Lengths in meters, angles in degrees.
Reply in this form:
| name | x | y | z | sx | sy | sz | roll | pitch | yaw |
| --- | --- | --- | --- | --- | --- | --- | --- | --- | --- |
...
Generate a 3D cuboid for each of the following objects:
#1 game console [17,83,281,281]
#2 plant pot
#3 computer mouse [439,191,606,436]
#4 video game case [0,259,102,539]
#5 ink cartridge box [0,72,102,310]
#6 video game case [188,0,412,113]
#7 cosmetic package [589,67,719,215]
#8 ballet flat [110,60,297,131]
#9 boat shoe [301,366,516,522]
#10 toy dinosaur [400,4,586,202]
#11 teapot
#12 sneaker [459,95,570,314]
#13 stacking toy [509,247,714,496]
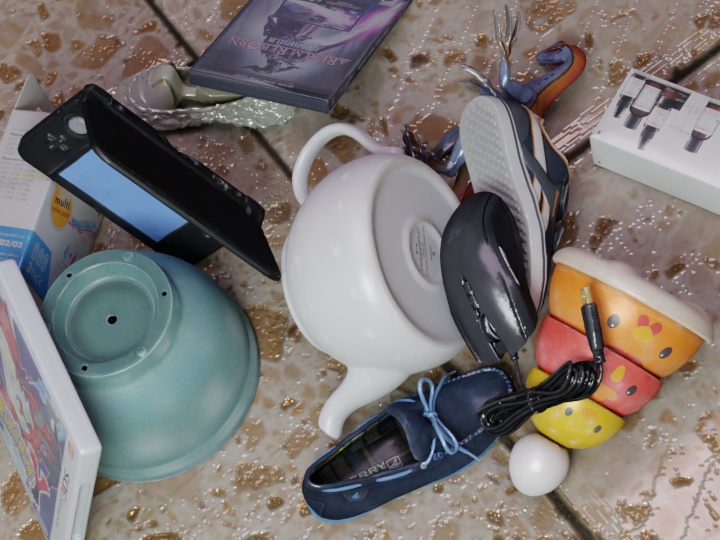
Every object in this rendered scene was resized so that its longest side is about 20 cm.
| name | x | y | z | sx | sy | sz | roll | pitch | yaw |
| --- | --- | --- | --- | --- | --- | --- | --- | --- | --- |
| game console | -0.182 | -0.052 | 1.481 | 0.175 | 0.200 | 0.117 | -29 | 36 | 40 |
| plant pot | -0.198 | 0.063 | 1.504 | 0.199 | 0.134 | 0.202 | -5 | 61 | 10 |
| computer mouse | 0.122 | 0.022 | 1.389 | 0.140 | 0.046 | 0.202 | -23 | 70 | 42 |
| video game case | -0.272 | 0.122 | 1.469 | 0.023 | 0.183 | 0.201 | -14 | 56 | -26 |
| ink cartridge box | -0.287 | -0.067 | 1.602 | 0.067 | 0.115 | 0.201 | 7 | 65 | 17 |
| video game case | -0.053 | -0.220 | 1.638 | 0.142 | 0.019 | 0.200 | 14 | 42 | 19 |
| cosmetic package | 0.306 | -0.100 | 1.518 | 0.199 | 0.051 | 0.083 | 24 | 72 | 23 |
| ballet flat | -0.155 | -0.174 | 1.657 | 0.198 | 0.072 | 0.072 | 0 | 63 | 14 |
| boat shoe | 0.044 | 0.144 | 1.441 | 0.199 | 0.069 | 0.084 | -36 | 61 | -8 |
| toy dinosaur | 0.130 | -0.135 | 1.586 | 0.180 | 0.105 | 0.201 | -17 | 97 | -10 |
| teapot | 0.000 | 0.000 | 1.478 | 0.145 | 0.198 | 0.200 | -18 | 25 | 35 |
| sneaker | 0.141 | -0.050 | 1.487 | 0.078 | 0.079 | 0.202 | -20 | 71 | 49 |
| stacking toy | 0.184 | 0.095 | 1.422 | 0.146 | 0.146 | 0.201 | 27 | 90 | 24 |
